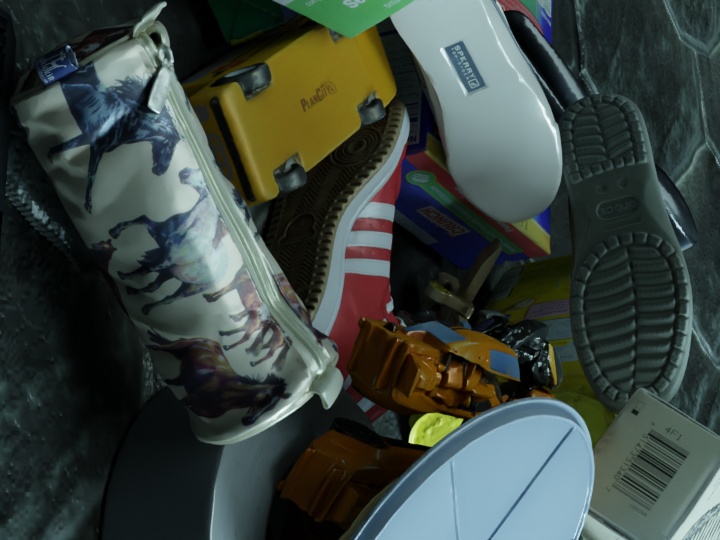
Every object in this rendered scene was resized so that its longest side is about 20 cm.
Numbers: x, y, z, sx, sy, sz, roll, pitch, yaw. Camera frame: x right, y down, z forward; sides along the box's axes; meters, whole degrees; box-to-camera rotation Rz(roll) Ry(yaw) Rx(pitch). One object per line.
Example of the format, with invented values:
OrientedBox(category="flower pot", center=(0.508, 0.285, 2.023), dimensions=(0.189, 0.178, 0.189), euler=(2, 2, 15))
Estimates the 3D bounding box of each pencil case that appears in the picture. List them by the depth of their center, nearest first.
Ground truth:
OrientedBox(category="pencil case", center=(-0.083, -0.018, 0.842), dimensions=(0.078, 0.089, 0.201), euler=(-37, 102, -42))

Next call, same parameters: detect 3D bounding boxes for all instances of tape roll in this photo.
OrientedBox(category="tape roll", center=(-0.049, 0.151, 0.937), dimensions=(0.200, 0.066, 0.203), euler=(24, 62, -58))

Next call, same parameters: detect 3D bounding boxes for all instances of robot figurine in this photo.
OrientedBox(category="robot figurine", center=(0.046, 0.090, 0.954), dimensions=(0.199, 0.058, 0.146), euler=(16, 103, -54))

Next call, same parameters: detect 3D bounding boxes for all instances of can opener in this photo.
OrientedBox(category="can opener", center=(0.147, -0.088, 1.207), dimensions=(0.201, 0.078, 0.064), euler=(52, 31, -16))

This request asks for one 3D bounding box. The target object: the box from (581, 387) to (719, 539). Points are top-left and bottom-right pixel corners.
OrientedBox(category="box", center=(0.180, 0.152, 1.086), dimensions=(0.082, 0.068, 0.200), euler=(-52, 153, -11))

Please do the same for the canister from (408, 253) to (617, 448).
OrientedBox(category="canister", center=(0.131, 0.068, 1.214), dimensions=(0.087, 0.147, 0.200), euler=(68, 29, -22))

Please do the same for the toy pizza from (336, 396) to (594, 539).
OrientedBox(category="toy pizza", center=(0.041, 0.145, 0.913), dimensions=(0.199, 0.032, 0.202), euler=(-30, 139, -30))

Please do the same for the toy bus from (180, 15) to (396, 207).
OrientedBox(category="toy bus", center=(-0.045, -0.093, 0.996), dimensions=(0.200, 0.078, 0.066), euler=(-45, 119, -57))

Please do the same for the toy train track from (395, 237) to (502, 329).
OrientedBox(category="toy train track", center=(0.048, 0.037, 1.108), dimensions=(0.032, 0.115, 0.200), euler=(27, 14, -9))

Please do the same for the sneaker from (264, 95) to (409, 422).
OrientedBox(category="sneaker", center=(0.000, 0.000, 1.065), dimensions=(0.113, 0.071, 0.201), euler=(53, 45, -37))

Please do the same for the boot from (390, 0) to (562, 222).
OrientedBox(category="boot", center=(0.069, -0.129, 1.090), dimensions=(0.091, 0.072, 0.201), euler=(-90, 160, -51))

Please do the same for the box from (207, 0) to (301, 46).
OrientedBox(category="box", center=(-0.039, -0.215, 1.064), dimensions=(0.118, 0.048, 0.200), euler=(65, 29, -13))

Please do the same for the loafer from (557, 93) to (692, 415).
OrientedBox(category="loafer", center=(0.163, -0.006, 1.116), dimensions=(0.070, 0.074, 0.202), euler=(53, 33, -67))

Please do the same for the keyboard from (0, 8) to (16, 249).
OrientedBox(category="keyboard", center=(-0.175, -0.035, 0.778), dimensions=(0.104, 0.039, 0.202), euler=(29, 57, -57))

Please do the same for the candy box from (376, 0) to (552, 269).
OrientedBox(category="candy box", center=(0.059, -0.126, 1.204), dimensions=(0.169, 0.076, 0.202), euler=(35, 53, -51))

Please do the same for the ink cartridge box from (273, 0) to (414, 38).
OrientedBox(category="ink cartridge box", center=(-0.052, -0.230, 0.928), dimensions=(0.199, 0.084, 0.147), euler=(21, 66, -31))
